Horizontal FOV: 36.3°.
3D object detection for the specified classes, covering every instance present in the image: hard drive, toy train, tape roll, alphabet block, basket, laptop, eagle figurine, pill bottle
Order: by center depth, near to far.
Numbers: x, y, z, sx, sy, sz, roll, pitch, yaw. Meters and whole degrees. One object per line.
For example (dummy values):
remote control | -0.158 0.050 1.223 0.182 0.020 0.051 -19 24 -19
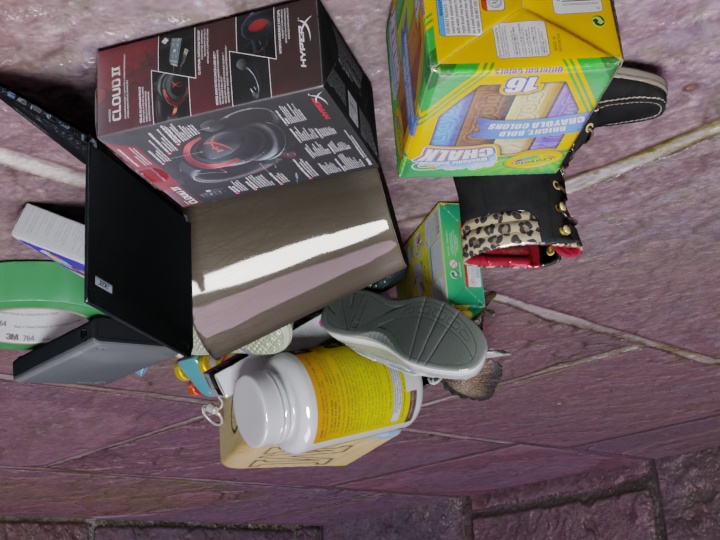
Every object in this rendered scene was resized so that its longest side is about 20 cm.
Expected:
laptop | -0.214 -0.041 0.858 0.198 0.104 0.177 29 172 22
basket | -0.066 -0.032 1.012 0.197 0.183 0.136 -17 -167 5
pill bottle | -0.036 0.137 1.208 0.197 0.111 0.109 -8 166 -33
tape roll | -0.384 0.044 1.284 0.197 0.049 0.201 -5 161 -2
hard drive | -0.319 0.102 1.348 0.138 0.033 0.198 7 158 -43
alphabet block | -0.073 0.144 1.436 0.193 0.199 0.200 4 158 -20
toy train | -0.247 0.114 1.444 0.198 0.056 0.151 29 141 11
eagle figurine | 0.119 0.118 1.479 0.150 0.202 0.151 24 -152 10

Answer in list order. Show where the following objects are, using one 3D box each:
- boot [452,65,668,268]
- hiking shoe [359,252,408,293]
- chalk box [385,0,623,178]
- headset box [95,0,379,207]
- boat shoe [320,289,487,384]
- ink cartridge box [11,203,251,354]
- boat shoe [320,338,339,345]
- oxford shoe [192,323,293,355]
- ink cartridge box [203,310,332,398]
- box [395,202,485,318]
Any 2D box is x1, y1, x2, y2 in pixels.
boot | 0.162 -0.084 0.898 0.196 0.153 0.073 -4 161 -3
hiking shoe | 0.000 0.000 1.241 0.086 0.076 0.199 2 171 -35
chalk box | 0.084 -0.143 0.756 0.121 0.127 0.200 -3 160 -8
headset box | -0.100 -0.120 0.845 0.197 0.076 0.149 -11 160 15
boat shoe | 0.049 0.071 1.134 0.200 0.075 0.065 10 153 36
ink cartridge box | -0.218 0.009 1.106 0.197 0.048 0.198 19 168 21
boat shoe | -0.025 0.113 1.312 0.198 0.071 0.070 -29 172 -27
oxford shoe | -0.159 0.053 1.224 0.197 0.076 0.058 5 -152 22
ink cartridge box | -0.085 0.087 1.277 0.198 0.038 0.095 -27 -177 -17
box | 0.080 0.017 1.223 0.048 0.119 0.200 2 160 -17
